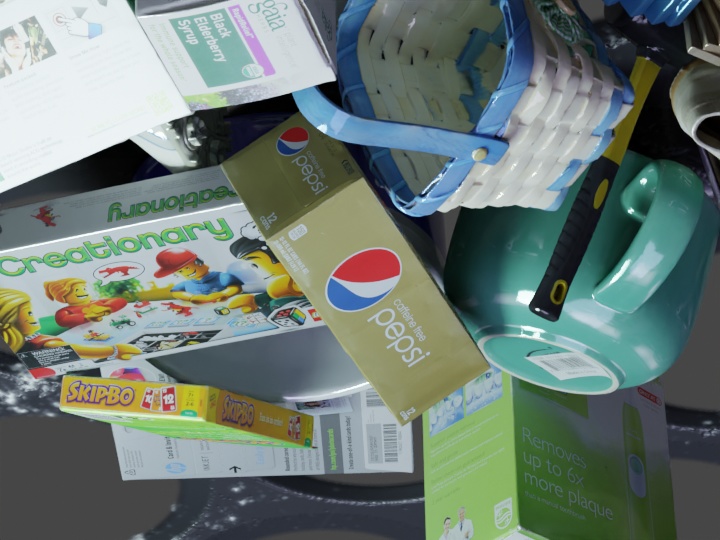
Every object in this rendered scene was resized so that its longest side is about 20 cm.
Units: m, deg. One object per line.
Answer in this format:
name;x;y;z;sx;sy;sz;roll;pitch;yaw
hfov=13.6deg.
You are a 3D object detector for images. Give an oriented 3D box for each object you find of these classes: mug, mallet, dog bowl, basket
mug;0.122;-0.002;1.744;0.151;0.115;0.185;14;162;15
mallet;0.131;-0.072;1.647;0.066;0.201;0.041;36;167;-29
dog bowl;-0.046;-0.006;1.815;0.199;0.079;0.201;-1;145;-1
basket;0.030;-0.120;1.583;0.199;0.177;0.139;5;132;-33

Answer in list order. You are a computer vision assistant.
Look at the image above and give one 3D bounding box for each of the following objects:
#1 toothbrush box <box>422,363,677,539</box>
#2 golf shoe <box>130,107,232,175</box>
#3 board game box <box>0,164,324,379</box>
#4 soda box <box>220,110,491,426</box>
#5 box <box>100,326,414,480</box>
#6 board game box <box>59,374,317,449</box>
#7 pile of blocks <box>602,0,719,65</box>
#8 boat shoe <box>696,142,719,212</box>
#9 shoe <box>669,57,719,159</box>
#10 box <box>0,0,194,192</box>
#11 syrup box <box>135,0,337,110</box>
toothbrush box;0.117;0.113;1.883;0.145;0.201;0.086;27;135;-34
golf shoe;-0.143;-0.116;1.669;0.097;0.079;0.200;-12;135;26
board game box;-0.122;0.000;1.722;0.199;0.035;0.126;-11;142;17
soda box;0.000;0.000;1.655;0.064;0.068;0.200;-34;139;2
box;-0.065;0.080;1.972;0.199;0.041;0.156;-3;145;1
board game box;-0.100;0.089;1.854;0.095;0.030;0.200;3;170;20
pile of blocks;0.180;-0.165;1.591;0.199;0.082;0.062;17;136;-25
boat shoe;0.236;-0.027;1.700;0.072;0.201;0.065;-20;-178;45
shoe;0.262;-0.060;1.636;0.199;0.053;0.070;17;110;-8
box;-0.187;-0.148;1.567;0.144;0.036;0.201;-20;112;26
syrup box;-0.061;-0.184;1.453;0.081;0.201;0.079;-11;145;14
